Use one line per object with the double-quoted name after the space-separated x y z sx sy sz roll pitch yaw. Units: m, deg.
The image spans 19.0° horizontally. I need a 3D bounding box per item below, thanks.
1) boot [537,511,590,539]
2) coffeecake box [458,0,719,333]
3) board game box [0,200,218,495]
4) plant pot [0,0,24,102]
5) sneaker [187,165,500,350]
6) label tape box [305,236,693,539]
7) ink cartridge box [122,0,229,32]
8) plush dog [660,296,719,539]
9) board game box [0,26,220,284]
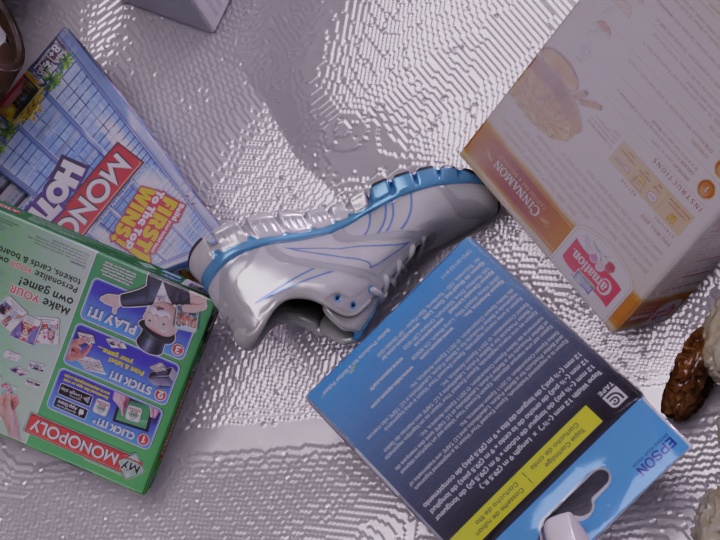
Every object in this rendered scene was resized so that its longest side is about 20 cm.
0.113 0.235 1.194 0.090 0.073 0.201 -20 105 10 "boot"
0.177 -0.088 1.279 0.154 0.073 0.200 51 121 21 "coffeecake box"
-0.201 0.040 1.354 0.199 0.029 0.135 23 100 3 "board game box"
-0.319 -0.112 1.382 0.200 0.187 0.188 -32 66 19 "plant pot"
0.000 0.000 1.329 0.199 0.075 0.087 -19 66 -13 "sneaker"
0.085 0.097 1.282 0.143 0.066 0.200 -44 60 -4 "label tape box"
-0.108 -0.284 1.434 0.084 0.145 0.201 21 78 19 "ink cartridge box"
0.257 0.063 1.233 0.199 0.161 0.172 -24 43 5 "plush dog"
-0.179 -0.022 1.408 0.200 0.062 0.200 36 83 23 "board game box"
